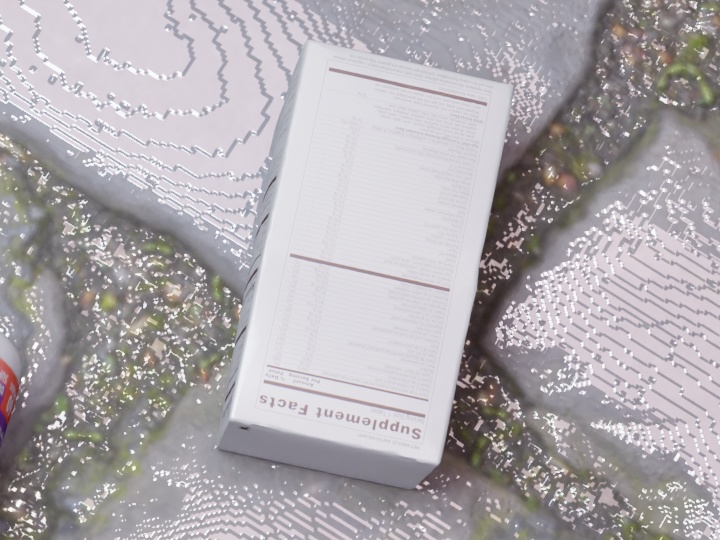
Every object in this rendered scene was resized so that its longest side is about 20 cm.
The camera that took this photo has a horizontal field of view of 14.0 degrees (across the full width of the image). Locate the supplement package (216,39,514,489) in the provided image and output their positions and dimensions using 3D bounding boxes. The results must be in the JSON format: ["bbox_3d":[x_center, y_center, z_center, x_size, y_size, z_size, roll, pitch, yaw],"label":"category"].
[{"bbox_3d":[0.000,0.000,1.510,0.113,0.110,0.201,13,78,-4],"label":"supplement package"}]

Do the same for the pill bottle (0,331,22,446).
[{"bbox_3d":[-0.244,0.118,1.442,0.111,0.111,0.200,16,65,-3],"label":"pill bottle"}]
